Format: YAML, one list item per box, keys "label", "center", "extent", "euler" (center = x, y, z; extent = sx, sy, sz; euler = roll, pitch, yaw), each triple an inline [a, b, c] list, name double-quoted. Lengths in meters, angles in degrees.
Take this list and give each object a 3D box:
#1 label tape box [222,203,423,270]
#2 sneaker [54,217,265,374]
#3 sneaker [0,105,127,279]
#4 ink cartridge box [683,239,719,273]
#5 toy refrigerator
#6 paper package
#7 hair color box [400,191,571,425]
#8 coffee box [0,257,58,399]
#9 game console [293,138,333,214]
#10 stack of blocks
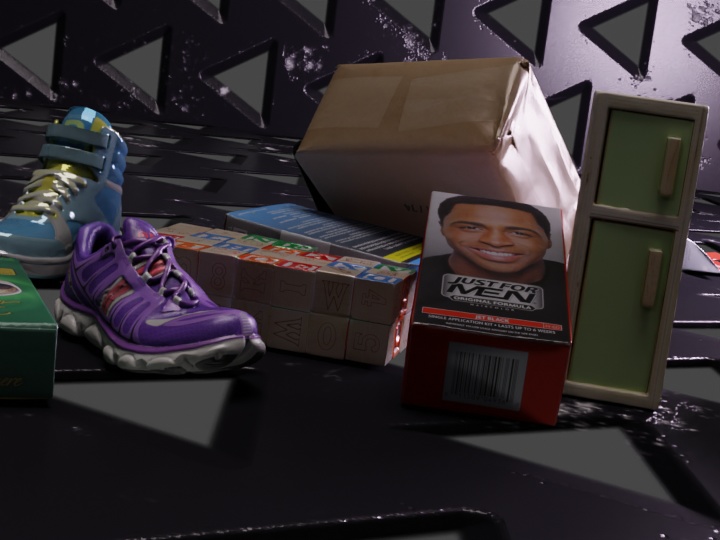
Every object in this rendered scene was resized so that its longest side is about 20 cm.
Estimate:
- label: "label tape box"
  center: [0.000, 0.000, 1.061]
  extent: [0.197, 0.064, 0.144]
  euler: [15, 11, 17]
- label: "sneaker"
  center: [-0.134, 0.013, 0.817]
  extent: [0.080, 0.085, 0.199]
  euler: [-2, 14, -43]
- label: "sneaker"
  center: [-0.253, -0.067, 1.055]
  extent: [0.078, 0.133, 0.200]
  euler: [10, 10, 11]
- label: "ink cartridge box"
  center: [0.397, -0.035, 1.644]
  extent: [0.196, 0.048, 0.160]
  euler: [3, 10, -12]
- label: "toy refrigerator"
  center: [0.179, -0.015, 0.877]
  extent: [0.075, 0.204, 0.070]
  euler: [9, 9, 8]
- label: "paper package"
  center: [0.074, -0.084, 1.132]
  extent: [0.197, 0.105, 0.191]
  euler: [3, -34, 32]
- label: "hair color box"
  center: [0.085, 0.018, 0.866]
  extent: [0.100, 0.062, 0.201]
  euler: [7, 27, 2]
- label: "coffee box"
  center: [-0.250, 0.028, 0.758]
  extent: [0.121, 0.045, 0.200]
  euler: [3, 10, -23]
- label: "game console"
  center: [0.050, -0.087, 1.380]
  extent: [0.116, 0.178, 0.199]
  euler: [-36, 21, -33]
- label: "stack of blocks"
  center: [-0.062, 0.015, 0.941]
  extent: [0.197, 0.060, 0.115]
  euler: [9, 9, 12]
